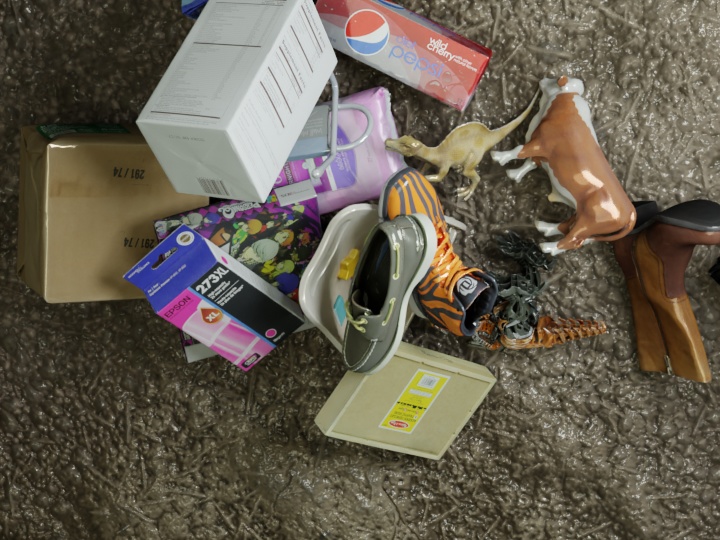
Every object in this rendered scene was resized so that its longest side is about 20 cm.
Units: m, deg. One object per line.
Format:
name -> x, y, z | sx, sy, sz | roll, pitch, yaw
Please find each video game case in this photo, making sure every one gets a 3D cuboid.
video game case -> -0.127, 0.003, 1.713 | 0.180, 0.036, 0.201 | -15, 134, -10

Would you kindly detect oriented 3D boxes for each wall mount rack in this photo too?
wall mount rack -> -0.090, -0.140, 1.628 | 0.198, 0.175, 0.075 | -9, 144, 14

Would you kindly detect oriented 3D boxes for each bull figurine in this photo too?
bull figurine -> 0.220, -0.115, 1.663 | 0.121, 0.065, 0.201 | -30, 75, 15

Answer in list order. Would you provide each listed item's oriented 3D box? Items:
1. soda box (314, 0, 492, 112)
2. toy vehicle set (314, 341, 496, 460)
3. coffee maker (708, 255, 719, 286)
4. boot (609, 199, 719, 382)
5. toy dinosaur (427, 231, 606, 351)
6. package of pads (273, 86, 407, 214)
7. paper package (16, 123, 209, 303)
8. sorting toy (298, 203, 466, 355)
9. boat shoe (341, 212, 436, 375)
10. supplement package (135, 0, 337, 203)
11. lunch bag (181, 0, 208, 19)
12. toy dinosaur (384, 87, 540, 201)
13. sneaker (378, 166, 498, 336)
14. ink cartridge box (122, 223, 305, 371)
soda box -> 0.043, -0.252, 1.686 | 0.199, 0.063, 0.070 | 27, 107, 1
toy vehicle set -> 0.054, 0.146, 1.731 | 0.125, 0.199, 0.027 | -55, 47, 16
coffee maker -> 0.471, 0.044, 1.626 | 0.200, 0.192, 0.135 | 50, 145, 5
boot -> 0.345, 0.028, 1.655 | 0.068, 0.188, 0.201 | -19, 101, -32
toy dinosaur -> 0.174, 0.041, 1.735 | 0.198, 0.102, 0.136 | -2, 128, -4
package of pads -> -0.047, -0.126, 1.726 | 0.199, 0.076, 0.121 | -14, 97, 12
paper package -> -0.276, -0.067, 1.717 | 0.199, 0.103, 0.192 | -3, 106, -29
sorting toy -> 0.000, 0.000, 1.675 | 0.106, 0.180, 0.201 | 29, 92, 28
boat shoe -> 0.015, 0.027, 1.588 | 0.072, 0.060, 0.203 | 50, 132, 37
supplement package -> -0.121, -0.184, 1.557 | 0.113, 0.201, 0.110 | 9, 146, 27
lunch bag -> -0.117, -0.358, 1.650 | 0.199, 0.094, 0.152 | -17, 63, 21
toy dinosaur -> 0.119, -0.132, 1.683 | 0.058, 0.199, 0.101 | 58, 153, 30
sneaker -> 0.091, -0.015, 1.617 | 0.077, 0.112, 0.201 | -37, 128, -20
ink cartridge box -> -0.158, 0.032, 1.678 | 0.095, 0.037, 0.200 | -39, 131, 15
